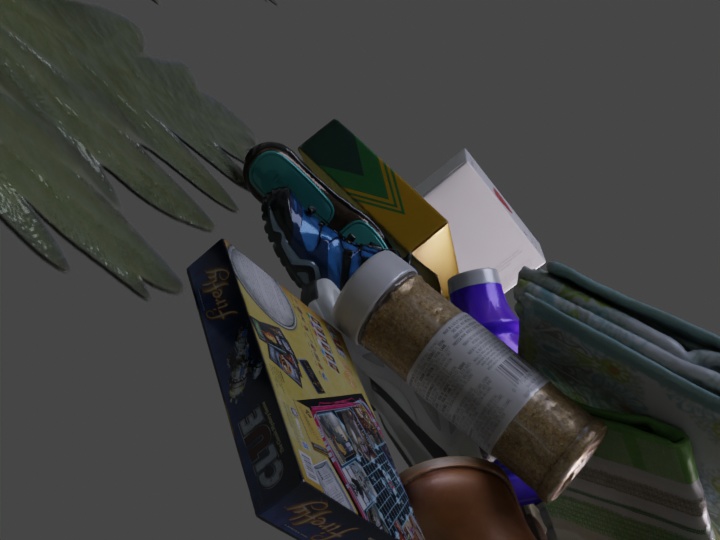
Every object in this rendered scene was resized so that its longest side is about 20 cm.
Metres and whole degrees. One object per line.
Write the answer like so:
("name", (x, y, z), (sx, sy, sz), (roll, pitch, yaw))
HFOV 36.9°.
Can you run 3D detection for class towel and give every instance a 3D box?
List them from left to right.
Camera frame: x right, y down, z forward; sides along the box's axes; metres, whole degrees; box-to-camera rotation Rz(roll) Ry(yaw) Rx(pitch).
("towel", (0.195, 0.166, 0.803), (0.148, 0.031, 0.201), (13, -40, 39))
("towel", (0.197, 0.088, 0.763), (0.199, 0.048, 0.172), (30, -26, 28))

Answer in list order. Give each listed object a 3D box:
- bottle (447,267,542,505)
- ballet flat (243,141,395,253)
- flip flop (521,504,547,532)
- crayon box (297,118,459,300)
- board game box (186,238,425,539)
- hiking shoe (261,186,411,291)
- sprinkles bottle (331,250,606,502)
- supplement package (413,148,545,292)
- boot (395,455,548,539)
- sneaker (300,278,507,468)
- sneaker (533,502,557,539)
("bottle", (0.115, 0.100, 0.922), (0.065, 0.083, 0.202), (122, -41, -70))
("ballet flat", (-0.027, -0.038, 0.971), (0.200, 0.068, 0.068), (51, 3, -11))
("flip flop", (0.202, 0.255, 1.009), (0.201, 0.057, 0.081), (54, 12, 4))
("crayon box", (0.030, -0.040, 1.032), (0.200, 0.051, 0.127), (46, -12, 28))
("board game box", (-0.034, 0.086, 0.663), (0.135, 0.035, 0.201), (42, 16, -42))
("hiking shoe", (0.000, 0.000, 0.903), (0.200, 0.086, 0.074), (50, 12, -12))
("sprinkles bottle", (0.072, 0.070, 0.746), (0.200, 0.068, 0.068), (39, 8, 19))
("supplement package", (0.179, -0.069, 1.682), (0.200, 0.119, 0.121), (50, 13, -10))
("boot", (0.097, 0.216, 0.708), (0.200, 0.073, 0.156), (36, 26, -40))
("sneaker", (0.049, 0.066, 0.834), (0.201, 0.115, 0.076), (52, 12, -5))
("sneaker", (0.201, 0.203, 0.961), (0.090, 0.066, 0.202), (3, 65, -25))
